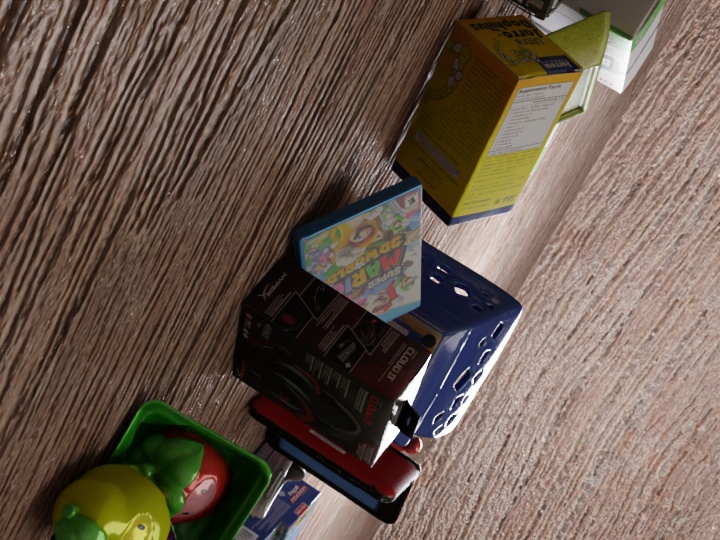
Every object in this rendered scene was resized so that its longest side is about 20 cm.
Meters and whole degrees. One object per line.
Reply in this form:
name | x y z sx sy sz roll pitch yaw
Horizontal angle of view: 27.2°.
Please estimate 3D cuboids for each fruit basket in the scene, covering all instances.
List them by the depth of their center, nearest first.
fruit basket | -0.190 0.222 1.310 0.216 0.155 0.216 -58 -174 10

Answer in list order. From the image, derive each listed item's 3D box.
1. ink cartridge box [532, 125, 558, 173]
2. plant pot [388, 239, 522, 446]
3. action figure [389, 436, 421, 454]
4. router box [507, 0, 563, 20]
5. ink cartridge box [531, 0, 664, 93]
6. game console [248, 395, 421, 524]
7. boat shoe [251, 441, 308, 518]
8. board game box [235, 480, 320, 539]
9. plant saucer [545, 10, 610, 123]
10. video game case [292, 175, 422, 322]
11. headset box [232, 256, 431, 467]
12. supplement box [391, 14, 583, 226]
ink cartridge box | 0.282 -0.243 2.259 0.200 0.048 0.145 -60 168 12
plant pot | 0.045 0.083 1.775 0.200 0.200 0.180 -62 163 18
action figure | -0.010 0.201 1.839 0.052 0.200 0.066 -40 128 -42
router box | 0.237 -0.393 1.629 0.150 0.062 0.200 -49 166 -32
ink cartridge box | 0.292 -0.316 1.857 0.084 0.146 0.200 -57 168 -7
game console | -0.043 0.234 1.774 0.119 0.200 0.172 -62 168 18
boat shoe | -0.095 0.246 1.929 0.200 0.065 0.074 -49 165 -37
board game box | -0.158 0.421 2.147 0.200 0.062 0.200 -41 159 -55
plant saucer | 0.207 -0.211 1.778 0.199 0.048 0.200 -23 162 -6
video game case | 0.000 0.000 1.549 0.143 0.018 0.200 -26 145 -18
headset box | -0.024 0.100 1.499 0.075 0.200 0.149 -51 168 -31
supplement box | 0.135 -0.164 1.623 0.109 0.110 0.200 -13 140 -41
